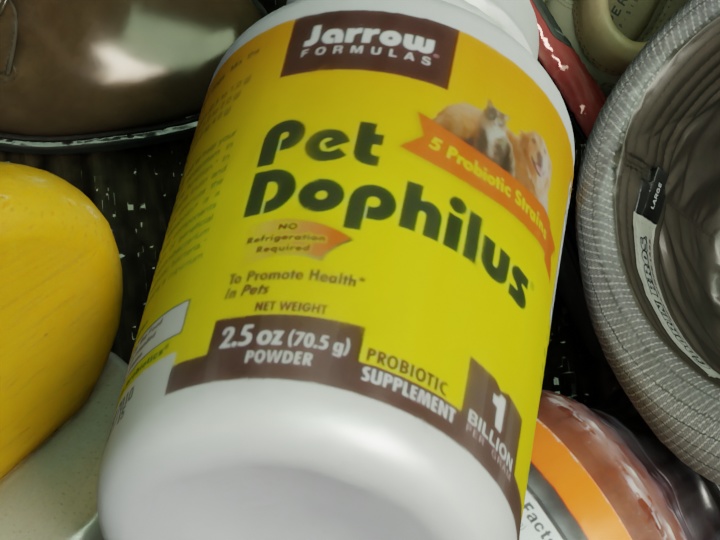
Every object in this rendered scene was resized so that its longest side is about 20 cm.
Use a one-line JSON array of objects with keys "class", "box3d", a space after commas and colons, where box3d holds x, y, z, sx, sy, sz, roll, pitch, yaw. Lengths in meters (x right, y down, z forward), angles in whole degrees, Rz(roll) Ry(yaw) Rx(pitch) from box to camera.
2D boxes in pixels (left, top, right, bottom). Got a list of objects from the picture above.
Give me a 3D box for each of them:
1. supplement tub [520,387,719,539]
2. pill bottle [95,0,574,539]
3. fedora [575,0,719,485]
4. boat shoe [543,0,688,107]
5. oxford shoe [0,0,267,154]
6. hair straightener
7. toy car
[{"class": "supplement tub", "box3d": [0.028, 0.105, 0.755, 0.199, 0.107, 0.107, -28, 85, -17]}, {"class": "pill bottle", "box3d": [0.000, 0.000, 0.708, 0.109, 0.109, 0.201, 19, 48, -9]}, {"class": "fedora", "box3d": [0.162, -0.008, 0.726, 0.199, 0.090, 0.178, 0, 73, 28]}, {"class": "boat shoe", "box3d": [0.122, -0.143, 0.858, 0.071, 0.065, 0.201, 27, 73, -6]}, {"class": "oxford shoe", "box3d": [-0.118, -0.084, 0.778, 0.199, 0.084, 0.073, 9, 74, -13]}, {"class": "hair straightener", "box3d": [0.033, -0.054, 0.809, 0.077, 0.041, 0.200, -29, 105, 14]}, {"class": "toy car", "box3d": [-0.166, 0.037, 0.703, 0.200, 0.175, 0.150, -45, 49, -17]}]
